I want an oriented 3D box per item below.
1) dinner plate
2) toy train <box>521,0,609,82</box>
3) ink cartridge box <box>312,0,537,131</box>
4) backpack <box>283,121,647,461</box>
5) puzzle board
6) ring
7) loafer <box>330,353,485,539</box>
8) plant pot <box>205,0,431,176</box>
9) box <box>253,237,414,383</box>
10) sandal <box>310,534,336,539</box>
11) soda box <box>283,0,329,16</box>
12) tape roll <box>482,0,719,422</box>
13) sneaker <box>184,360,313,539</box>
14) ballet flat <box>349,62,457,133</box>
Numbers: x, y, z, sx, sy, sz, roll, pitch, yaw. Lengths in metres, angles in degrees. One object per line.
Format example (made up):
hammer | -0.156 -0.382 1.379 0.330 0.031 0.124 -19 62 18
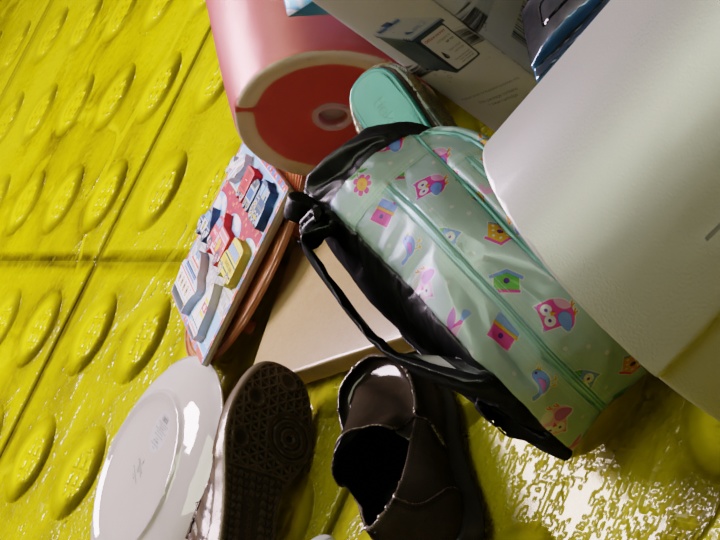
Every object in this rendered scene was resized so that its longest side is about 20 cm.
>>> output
dinner plate | -0.163 0.158 1.374 0.200 0.024 0.201 -40 37 40
toy train | 0.152 -0.160 1.068 0.087 0.114 0.201 -42 31 30
ink cartridge box | 0.069 -0.201 1.163 0.086 0.199 0.147 -19 46 53
backpack | 0.072 0.006 0.985 0.127 0.167 0.200 -51 41 5
puzzle board | -0.108 -0.022 1.435 0.151 0.017 0.200 -62 18 8
ring | -0.086 -0.016 1.426 0.201 0.019 0.201 -53 22 32
loafer | 0.019 0.104 1.074 0.073 0.071 0.200 -52 27 14
plant pot | -0.025 -0.181 1.348 0.200 0.200 0.178 -37 43 38
box | 0.000 0.000 1.276 0.200 0.021 0.164 -21 45 53
sandal | -0.018 0.220 1.051 0.082 0.050 0.203 -36 18 13
soda box | 0.038 -0.219 1.243 0.068 0.199 0.065 -21 82 51
tape roll | 0.172 -0.039 0.802 0.139 0.202 0.203 -49 27 21
sneaker | -0.088 0.154 1.215 0.075 0.070 0.201 -33 36 44
ballet flat | 0.058 -0.049 1.160 0.071 0.070 0.201 -44 60 28
